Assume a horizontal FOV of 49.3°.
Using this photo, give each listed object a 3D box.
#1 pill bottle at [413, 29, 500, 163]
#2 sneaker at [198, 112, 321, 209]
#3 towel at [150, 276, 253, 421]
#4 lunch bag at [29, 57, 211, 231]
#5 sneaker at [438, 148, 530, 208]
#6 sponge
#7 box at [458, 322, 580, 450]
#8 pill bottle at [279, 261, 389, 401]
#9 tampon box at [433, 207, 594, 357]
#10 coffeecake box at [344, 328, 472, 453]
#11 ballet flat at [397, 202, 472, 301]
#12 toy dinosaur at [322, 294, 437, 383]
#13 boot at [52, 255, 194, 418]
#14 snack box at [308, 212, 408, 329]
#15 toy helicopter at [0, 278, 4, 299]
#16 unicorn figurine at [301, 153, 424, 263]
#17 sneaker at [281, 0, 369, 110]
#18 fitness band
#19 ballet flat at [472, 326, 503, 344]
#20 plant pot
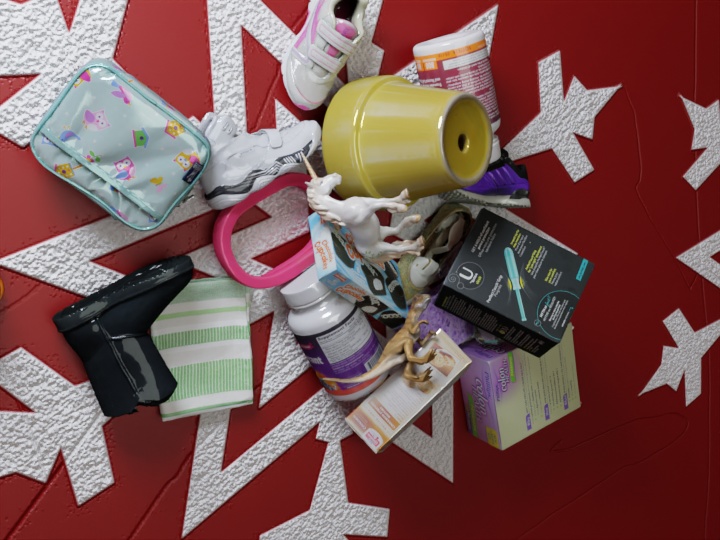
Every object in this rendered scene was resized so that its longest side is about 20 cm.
[{"bbox_3d":[0.157,-0.268,1.241,0.114,0.114,0.200,-24,111,-25],"label":"pill bottle"},{"bbox_3d":[-0.151,-0.181,1.092,0.200,0.075,0.115,-37,119,-17],"label":"sneaker"},{"bbox_3d":[-0.226,0.111,1.137,0.152,0.023,0.200,-7,104,-30],"label":"towel"},{"bbox_3d":[-0.295,-0.150,0.984,0.200,0.077,0.160,38,95,-21],"label":"lunch bag"},{"bbox_3d":[0.208,-0.162,1.328,0.200,0.070,0.100,4,91,-36],"label":"sneaker"},{"bbox_3d":[0.152,0.078,1.359,0.200,0.030,0.112,-34,115,-22],"label":"sponge"},{"bbox_3d":[0.289,0.196,1.428,0.200,0.097,0.176,-21,111,-27],"label":"box"},{"bbox_3d":[-0.042,0.090,1.193,0.111,0.111,0.200,-36,116,-20],"label":"pill bottle"},{"bbox_3d":[0.244,0.023,1.269,0.200,0.126,0.150,28,73,7],"label":"tampon box"},{"bbox_3d":[0.078,0.194,1.240,0.200,0.154,0.073,-43,78,-5],"label":"coffeecake box"},{"bbox_3d":[0.119,-0.029,1.295,0.071,0.071,0.200,42,78,-31],"label":"ballet flat"},{"bbox_3d":[0.053,0.125,1.158,0.200,0.106,0.060,-48,147,-20],"label":"toy dinosaur"},{"bbox_3d":[-0.286,0.090,1.055,0.200,0.076,0.168,-28,111,-10],"label":"boot"},{"bbox_3d":[0.000,0.000,1.177,0.037,0.116,0.200,-29,142,22],"label":"snack box"},{"bbox_3d":[-0.504,-0.035,0.921,0.132,0.079,0.200,-10,95,-20],"label":"toy helicopter"},{"bbox_3d":[0.008,-0.075,1.097,0.074,0.137,0.200,-78,152,-51],"label":"unicorn figurine"},{"bbox_3d":[-0.048,-0.326,1.118,0.081,0.088,0.200,17,91,-33],"label":"sneaker"},{"bbox_3d":[-0.123,-0.060,1.148,0.200,0.037,0.144,-35,113,-29],"label":"fitness band"},{"bbox_3d":[0.264,0.042,1.364,0.072,0.072,0.200,39,68,-31],"label":"ballet flat"},{"bbox_3d":[0.078,-0.184,1.137,0.201,0.189,0.201,-7,100,-47],"label":"plant pot"}]
